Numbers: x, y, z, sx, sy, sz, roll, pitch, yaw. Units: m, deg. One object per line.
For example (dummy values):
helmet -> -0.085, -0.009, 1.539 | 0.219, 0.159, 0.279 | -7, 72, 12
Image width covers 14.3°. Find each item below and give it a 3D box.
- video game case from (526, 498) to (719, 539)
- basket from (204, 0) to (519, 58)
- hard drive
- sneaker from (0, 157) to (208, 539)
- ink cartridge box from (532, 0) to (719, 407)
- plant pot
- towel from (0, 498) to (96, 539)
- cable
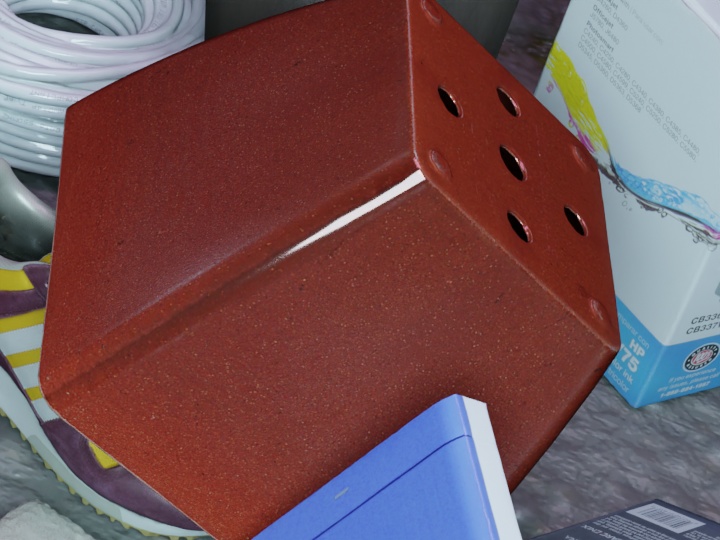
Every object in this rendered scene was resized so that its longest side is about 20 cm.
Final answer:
video game case -> 0.097, 0.142, 1.169 | 0.199, 0.019, 0.143 | -14, 21, -35
basket -> -0.003, -0.117, 1.383 | 0.179, 0.201, 0.136 | 11, 6, -1
hard drive -> 0.019, 0.165, 1.083 | 0.025, 0.132, 0.201 | 19, 45, -40
sneaker -> -0.115, 0.035, 1.262 | 0.200, 0.090, 0.075 | 37, 41, 20
ink cartridge box -> 0.181, -0.063, 1.425 | 0.146, 0.201, 0.146 | -12, 48, -34
plant pot -> 0.000, 0.000, 1.222 | 0.200, 0.176, 0.200 | 42, 28, -30
towel -> -0.097, 0.179, 1.144 | 0.199, 0.035, 0.132 | 35, 38, 16
cable -> -0.151, -0.127, 1.460 | 0.199, 0.069, 0.200 | 26, 39, 9
